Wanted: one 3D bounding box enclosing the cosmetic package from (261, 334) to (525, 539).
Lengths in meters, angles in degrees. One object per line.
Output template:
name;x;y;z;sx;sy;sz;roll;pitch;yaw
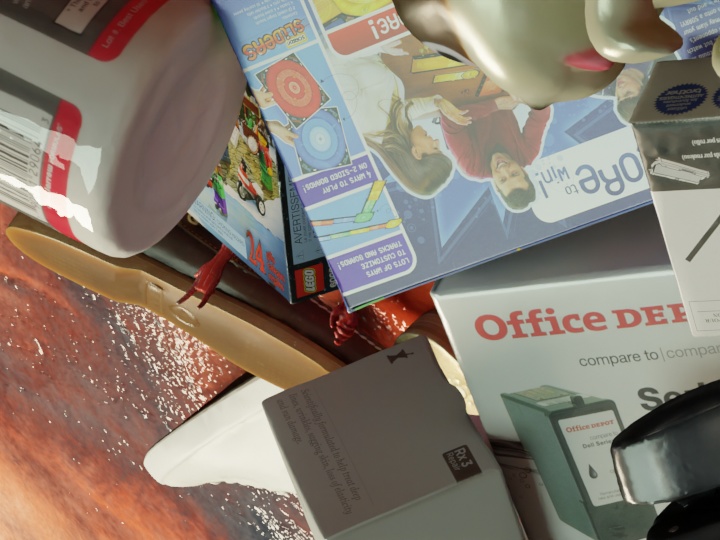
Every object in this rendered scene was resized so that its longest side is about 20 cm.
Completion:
cosmetic package;0.034;0.142;1.194;0.113;0.081;0.200;-120;7;-59

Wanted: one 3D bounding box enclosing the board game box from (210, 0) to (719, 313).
board game box;0.057;-0.078;1.046;0.200;0.034;0.135;-19;99;27

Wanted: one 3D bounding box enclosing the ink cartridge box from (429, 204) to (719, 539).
ink cartridge box;0.131;0.058;1.132;0.146;0.084;0.200;-8;121;28

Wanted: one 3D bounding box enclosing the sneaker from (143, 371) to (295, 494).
sneaker;-0.047;0.095;1.469;0.085;0.073;0.200;53;149;-4

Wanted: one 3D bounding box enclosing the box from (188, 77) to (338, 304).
box;-0.064;-0.088;1.221;0.200;0.038;0.137;39;141;53

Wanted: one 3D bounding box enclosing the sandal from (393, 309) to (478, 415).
sandal;0.080;0.117;1.333;0.212;0.070;0.078;46;151;3

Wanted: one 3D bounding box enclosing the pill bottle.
pill bottle;-0.153;-0.094;1.123;0.200;0.111;0.111;26;145;18

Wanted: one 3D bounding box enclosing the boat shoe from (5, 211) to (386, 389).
boat shoe;-0.067;-0.002;1.353;0.200;0.070;0.070;30;159;-2

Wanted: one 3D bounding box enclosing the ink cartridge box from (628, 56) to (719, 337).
ink cartridge box;0.200;-0.030;0.953;0.200;0.044;0.094;-4;125;25

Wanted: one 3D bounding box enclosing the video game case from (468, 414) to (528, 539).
video game case;0.104;0.147;1.287;0.182;0.023;0.200;6;134;10

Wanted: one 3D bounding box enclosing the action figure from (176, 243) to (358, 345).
action figure;0.000;0.000;1.270;0.200;0.099;0.065;20;170;43

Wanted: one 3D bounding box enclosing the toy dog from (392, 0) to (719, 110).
toy dog;0.081;-0.140;0.912;0.200;0.140;0.194;-50;63;35

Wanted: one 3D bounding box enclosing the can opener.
can opener;0.193;0.068;1.029;0.200;0.063;0.079;-17;118;14
